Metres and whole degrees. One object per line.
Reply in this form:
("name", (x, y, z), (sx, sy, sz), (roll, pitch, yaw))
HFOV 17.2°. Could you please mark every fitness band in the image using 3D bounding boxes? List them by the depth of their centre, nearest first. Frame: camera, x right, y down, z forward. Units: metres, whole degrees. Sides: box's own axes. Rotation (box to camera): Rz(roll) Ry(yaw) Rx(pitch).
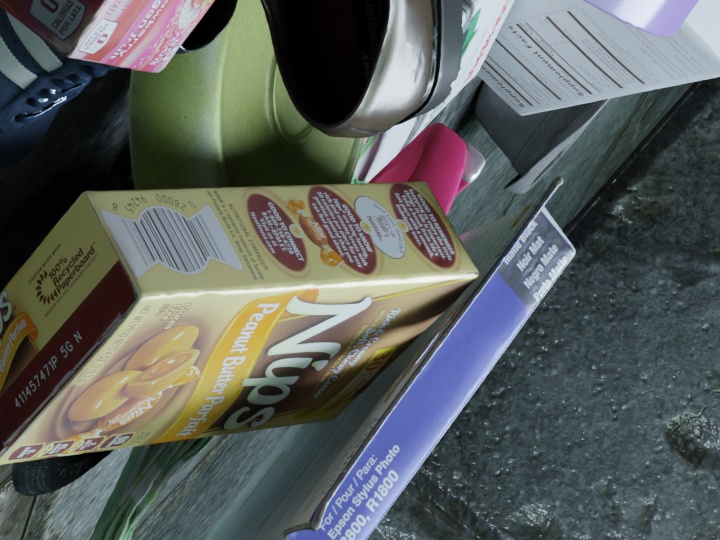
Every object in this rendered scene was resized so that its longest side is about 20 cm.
("fitness band", (0.000, 0.000, 1.235), (0.144, 0.037, 0.200), (-57, -173, -28))

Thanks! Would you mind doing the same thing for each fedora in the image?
("fedora", (-0.126, 0.013, 1.125), (0.201, 0.091, 0.201), (-50, 172, -10))
("fedora", (0.161, -0.154, 2.004), (0.177, 0.090, 0.200), (-48, 177, -17))

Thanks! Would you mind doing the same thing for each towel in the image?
("towel", (-0.063, 0.047, 1.188), (0.200, 0.023, 0.153), (-53, -173, 17))

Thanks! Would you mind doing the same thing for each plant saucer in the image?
("plant saucer", (-0.038, -0.084, 1.046), (0.200, 0.031, 0.202), (9, 90, -66))

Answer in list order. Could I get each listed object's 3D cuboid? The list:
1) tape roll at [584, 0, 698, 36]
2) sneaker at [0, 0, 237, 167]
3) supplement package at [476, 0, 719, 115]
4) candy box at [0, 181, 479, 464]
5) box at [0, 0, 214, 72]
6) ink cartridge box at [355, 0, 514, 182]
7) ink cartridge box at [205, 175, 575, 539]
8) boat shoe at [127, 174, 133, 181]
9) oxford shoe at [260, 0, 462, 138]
("tape roll", (0.074, -0.189, 0.974), (0.085, 0.200, 0.200), (-53, 172, 17))
("sneaker", (-0.095, -0.092, 0.867), (0.075, 0.084, 0.200), (-44, 169, -41))
("supplement package", (0.140, -0.175, 1.378), (0.199, 0.109, 0.114), (-8, -133, 56))
("candy box", (-0.058, 0.019, 0.985), (0.199, 0.056, 0.115), (-3, 147, -47))
("box", (-0.052, -0.167, 0.730), (0.200, 0.095, 0.100), (-53, 171, 9))
("ink cartridge box", (0.000, -0.115, 1.299), (0.200, 0.084, 0.146), (-46, 171, -31))
("ink cartridge box", (0.018, 0.060, 1.099), (0.200, 0.041, 0.200), (-53, -173, -18))
("boat shoe", (-0.108, 0.000, 1.261), (0.201, 0.072, 0.066), (-60, 178, 34))
("oxford shoe", (-0.008, -0.145, 0.858), (0.084, 0.072, 0.202), (-32, 114, -59))
